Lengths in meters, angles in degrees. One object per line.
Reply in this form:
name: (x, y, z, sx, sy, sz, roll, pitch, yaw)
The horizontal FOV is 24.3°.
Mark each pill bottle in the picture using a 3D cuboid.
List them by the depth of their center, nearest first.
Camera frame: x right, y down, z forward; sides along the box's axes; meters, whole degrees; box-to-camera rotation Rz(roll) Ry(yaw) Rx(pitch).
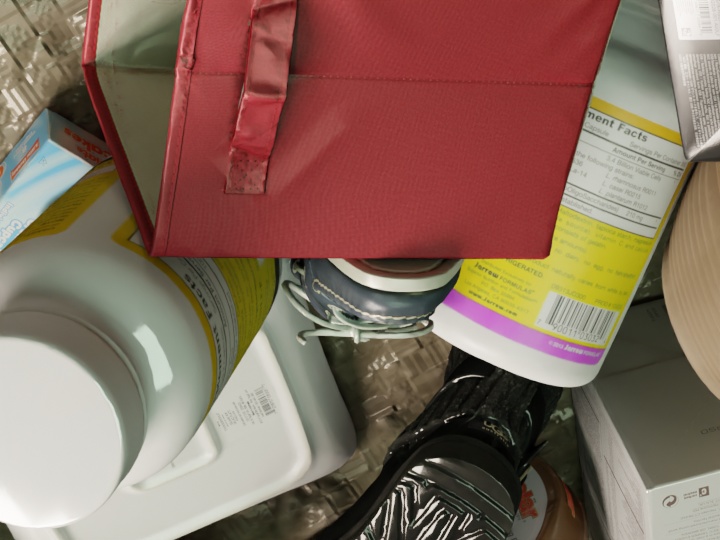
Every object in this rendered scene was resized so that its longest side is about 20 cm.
pill bottle: (-0.107, 0.025, 0.711, 0.111, 0.200, 0.112, 4, 111, 11)
pill bottle: (0.106, -0.052, 0.819, 0.104, 0.104, 0.200, 19, 101, -22)

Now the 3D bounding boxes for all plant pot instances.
plant pot: (0.212, 0.008, 0.811, 0.093, 0.201, 0.201, -26, 128, 36)

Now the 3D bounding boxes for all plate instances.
plate: (-0.107, 0.084, 0.887, 0.200, 0.032, 0.200, -23, 135, -5)

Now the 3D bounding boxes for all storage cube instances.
storage cube: (-0.010, -0.121, 0.711, 0.179, 0.200, 0.171, 1, 122, -19)

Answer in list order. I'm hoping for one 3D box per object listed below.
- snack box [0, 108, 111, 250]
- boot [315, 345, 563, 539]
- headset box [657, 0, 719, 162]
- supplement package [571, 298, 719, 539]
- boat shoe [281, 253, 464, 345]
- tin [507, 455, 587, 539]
snack box: (-0.171, 0.024, 0.864, 0.116, 0.037, 0.200, 31, 112, -29)
boot: (0.033, 0.126, 0.908, 0.079, 0.158, 0.211, 38, 121, -8)
headset box: (0.191, -0.163, 0.734, 0.075, 0.200, 0.149, 3, 128, 27)
supplement package: (0.214, 0.131, 0.944, 0.151, 0.151, 0.200, -14, 124, -4)
boat shoe: (0.000, 0.000, 0.782, 0.075, 0.200, 0.062, 7, 102, -15)
tin: (0.035, 0.175, 0.958, 0.200, 0.112, 0.042, -32, 130, 9)
